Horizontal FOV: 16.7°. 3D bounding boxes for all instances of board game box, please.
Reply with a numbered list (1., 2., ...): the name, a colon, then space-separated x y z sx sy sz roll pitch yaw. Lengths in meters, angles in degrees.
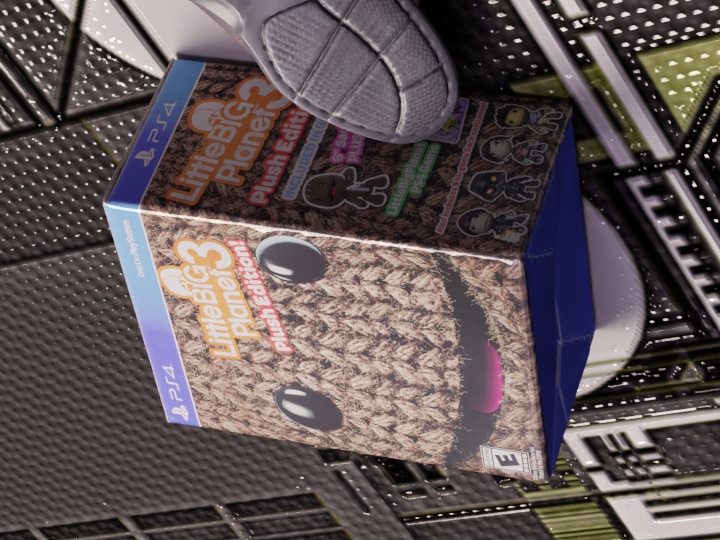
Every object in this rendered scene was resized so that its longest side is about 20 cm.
1. board game box: 0.000 0.000 1.152 0.198 0.097 0.160 7 139 18

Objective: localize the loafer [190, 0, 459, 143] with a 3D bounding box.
1. loafer: -0.040 -0.130 1.065 0.199 0.063 0.072 32 111 -19
